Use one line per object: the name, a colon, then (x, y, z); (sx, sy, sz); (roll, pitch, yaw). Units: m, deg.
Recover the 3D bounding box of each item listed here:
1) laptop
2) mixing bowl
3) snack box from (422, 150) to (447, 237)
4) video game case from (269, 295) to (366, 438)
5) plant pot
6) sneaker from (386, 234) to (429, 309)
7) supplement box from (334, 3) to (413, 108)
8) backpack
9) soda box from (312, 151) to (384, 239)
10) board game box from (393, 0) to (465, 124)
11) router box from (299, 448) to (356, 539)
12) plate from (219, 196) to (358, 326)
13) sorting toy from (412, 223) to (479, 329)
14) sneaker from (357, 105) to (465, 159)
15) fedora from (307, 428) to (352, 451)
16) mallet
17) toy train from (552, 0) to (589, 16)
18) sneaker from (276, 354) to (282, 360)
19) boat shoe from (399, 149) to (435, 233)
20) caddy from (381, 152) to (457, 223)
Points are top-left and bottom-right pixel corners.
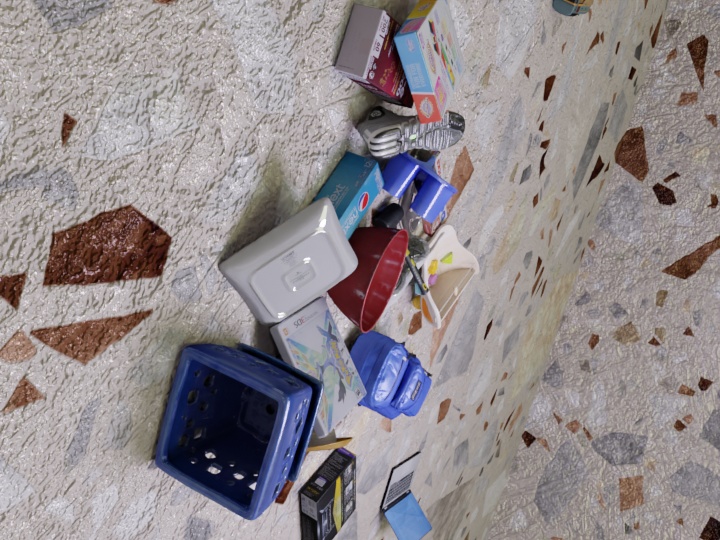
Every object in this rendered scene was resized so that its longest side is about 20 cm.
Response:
laptop: (0.151, 0.661, 2.179); (0.186, 0.114, 0.205); (-7, 117, -61)
mixing bowl: (0.000, 0.000, 1.385); (0.202, 0.106, 0.202); (-59, 163, -31)
snack box: (0.159, -0.168, 1.666); (0.072, 0.024, 0.202); (-52, 150, -27)
video game case: (-0.069, 0.164, 1.332); (0.204, 0.022, 0.182); (66, 27, -4)
plant pot: (-0.172, 0.230, 1.166); (0.179, 0.196, 0.205); (-6, 115, -66)
sneaker: (0.079, 0.004, 1.614); (0.200, 0.077, 0.100); (-49, 168, -37)
supplement box: (0.041, -0.353, 1.266); (0.199, 0.060, 0.111); (6, 103, -63)
backpack: (0.055, 0.221, 1.616); (0.200, 0.165, 0.166); (45, 64, -57)
soda box: (-0.039, -0.102, 1.296); (0.202, 0.067, 0.065); (-57, 152, -21)
board game box: (0.123, -0.368, 1.285); (0.155, 0.039, 0.202); (68, 31, -31)
router box: (-0.072, 0.528, 1.729); (0.157, 0.051, 0.204); (-42, 143, -43)
plate: (-0.102, -0.001, 1.199); (0.197, 0.033, 0.201); (-32, 146, -4)
sorting toy: (0.183, -0.007, 1.756); (0.201, 0.105, 0.183); (-49, 144, -32)
sneaker: (0.083, -0.263, 1.339); (0.196, 0.116, 0.077); (-13, 129, -25)
fedora: (-0.112, 0.280, 1.355); (0.200, 0.196, 0.084); (16, 69, -63)
mallet: (0.096, -0.045, 1.538); (0.066, 0.041, 0.202); (-52, 121, -34)
toy train: (0.566, -0.721, 1.961); (0.199, 0.084, 0.116); (-27, 145, -55)
sneaker: (-0.093, 0.172, 1.409); (0.200, 0.074, 0.118); (46, 41, -45)
boat shoe: (0.119, -0.157, 1.565); (0.067, 0.056, 0.204); (-40, 142, -42)
caddy: (0.110, -0.170, 1.408); (0.106, 0.140, 0.200); (-54, -179, 8)
